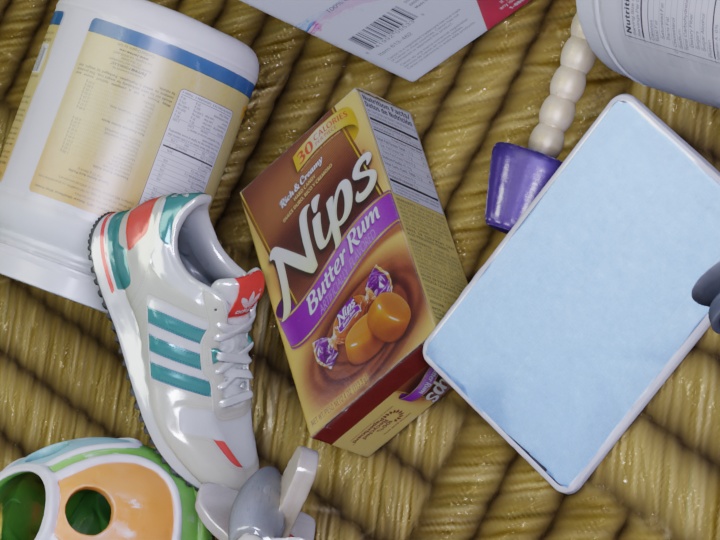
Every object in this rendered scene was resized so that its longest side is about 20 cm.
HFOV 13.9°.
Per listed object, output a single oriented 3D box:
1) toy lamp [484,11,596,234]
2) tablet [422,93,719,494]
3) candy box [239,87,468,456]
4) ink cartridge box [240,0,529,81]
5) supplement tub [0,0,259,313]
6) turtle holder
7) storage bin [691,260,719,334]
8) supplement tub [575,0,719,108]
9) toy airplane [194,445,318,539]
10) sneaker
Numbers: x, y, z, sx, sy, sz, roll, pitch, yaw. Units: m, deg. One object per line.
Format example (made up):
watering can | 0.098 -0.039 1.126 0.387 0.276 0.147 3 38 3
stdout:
toy lamp | 0.124 -0.115 1.747 0.058 0.058 0.201 16 83 49
tablet | 0.134 0.014 1.679 0.130 0.014 0.200 44 107 22
candy box | 0.000 0.000 1.829 0.117 0.056 0.200 -41 46 28
ink cartridge box | 0.009 -0.213 1.801 0.146 0.200 0.083 -32 52 33
supplement tub | -0.164 -0.076 1.968 0.144 0.144 0.201 18 86 49
turtle holder | -0.185 0.168 1.895 0.185 0.132 0.141 21 90 49
storage bin | 0.267 0.054 1.424 0.145 0.200 0.135 -36 59 31
supplement tub | 0.227 -0.145 1.592 0.200 0.132 0.132 23 90 50
toy airplane | -0.075 0.201 1.754 0.199 0.141 0.201 179 94 -67
sneaker | -0.097 0.044 1.855 0.093 0.070 0.200 -22 88 32
